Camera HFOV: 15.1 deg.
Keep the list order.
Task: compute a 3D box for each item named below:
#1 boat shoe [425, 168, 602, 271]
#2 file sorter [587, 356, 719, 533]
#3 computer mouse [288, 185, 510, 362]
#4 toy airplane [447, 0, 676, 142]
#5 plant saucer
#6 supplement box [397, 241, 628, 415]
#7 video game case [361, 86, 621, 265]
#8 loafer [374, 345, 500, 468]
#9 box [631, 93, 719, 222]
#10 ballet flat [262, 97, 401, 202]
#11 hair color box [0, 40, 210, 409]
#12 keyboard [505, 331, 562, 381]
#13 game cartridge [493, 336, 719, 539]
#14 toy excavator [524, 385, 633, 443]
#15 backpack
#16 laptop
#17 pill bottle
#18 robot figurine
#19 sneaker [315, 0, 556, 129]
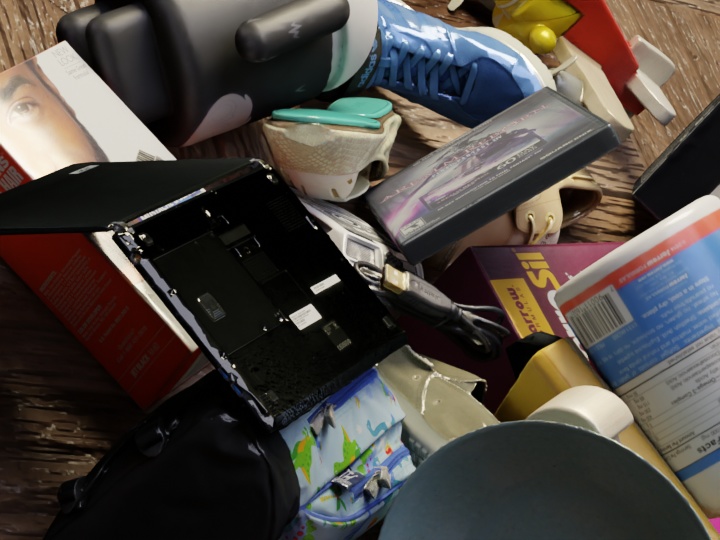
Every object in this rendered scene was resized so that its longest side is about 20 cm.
[{"bbox_3d":[0.104,-0.039,1.793,0.069,0.074,0.200,42,35,10],"label":"boat shoe"},{"bbox_3d":[0.248,0.116,1.646,0.139,0.125,0.200,-19,96,-43],"label":"file sorter"},{"bbox_3d":[0.000,0.000,1.637,0.110,0.044,0.200,20,8,-33],"label":"computer mouse"},{"bbox_3d":[0.136,-0.164,1.919,0.199,0.141,0.200,61,3,8],"label":"toy airplane"},{"bbox_3d":[0.104,0.172,1.422,0.201,0.201,0.039,48,26,8],"label":"plant saucer"},{"bbox_3d":[0.138,0.049,1.724,0.200,0.086,0.110,-2,55,-43],"label":"supplement box"},{"bbox_3d":[0.076,-0.061,1.668,0.019,0.143,0.200,60,-1,-13],"label":"video game case"},{"bbox_3d":[0.037,0.087,1.563,0.070,0.075,0.200,-12,38,-24],"label":"loafer"},{"bbox_3d":[0.272,-0.043,1.859,0.148,0.104,0.200,43,8,1],"label":"box"},{"bbox_3d":[-0.012,-0.071,1.684,0.067,0.062,0.200,7,8,15],"label":"ballet flat"},{"bbox_3d":[-0.148,-0.029,1.563,0.200,0.064,0.111,45,37,7],"label":"hair color box"},{"bbox_3d":[0.141,0.123,1.598,0.040,0.104,0.200,-25,106,-23],"label":"keyboard"},{"bbox_3d":[0.140,0.159,1.548,0.032,0.176,0.200,-26,71,-27],"label":"game cartridge"},{"bbox_3d":[0.126,0.185,1.481,0.195,0.200,0.100,49,37,9],"label":"toy excavator"},{"bbox_3d":[-0.056,0.107,1.450,0.154,0.163,0.200,45,29,-10],"label":"backpack"},{"bbox_3d":[-0.100,0.008,1.422,0.200,0.103,0.177,51,28,4],"label":"laptop"},{"bbox_3d":[0.205,0.068,1.513,0.112,0.112,0.200,-27,84,-52],"label":"pill bottle"},{"bbox_3d":[-0.085,-0.152,1.667,0.200,0.125,0.150,-22,56,-27],"label":"robot figurine"},{"bbox_3d":[0.025,-0.135,1.787,0.200,0.077,0.111,32,31,17],"label":"sneaker"}]
